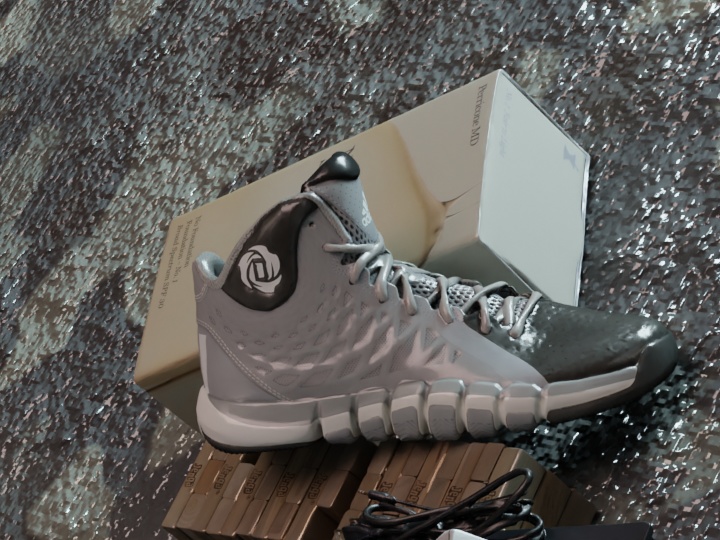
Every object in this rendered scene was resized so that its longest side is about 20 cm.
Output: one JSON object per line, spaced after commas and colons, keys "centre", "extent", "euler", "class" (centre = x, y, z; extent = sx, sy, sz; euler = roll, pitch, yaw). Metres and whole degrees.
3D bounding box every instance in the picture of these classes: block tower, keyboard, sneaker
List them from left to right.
{"centre": [0.007, 0.102, 0.995], "extent": [0.200, 0.054, 0.058], "euler": [2, 59, 49], "class": "block tower"}
{"centre": [0.022, 0.007, 0.969], "extent": [0.200, 0.116, 0.075], "euler": [-8, 8, 13], "class": "sneaker"}
{"centre": [0.030, 0.129, 0.895], "extent": [0.200, 0.104, 0.040], "euler": [-11, 23, 43], "class": "keyboard"}

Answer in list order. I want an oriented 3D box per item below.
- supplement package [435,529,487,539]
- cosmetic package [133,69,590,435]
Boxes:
{"centre": [0.049, 0.216, 0.710], "extent": [0.152, 0.151, 0.200], "euler": [-51, 25, 42], "class": "supplement package"}
{"centre": [0.000, 0.000, 1.090], "extent": [0.200, 0.073, 0.104], "euler": [-24, 40, 33], "class": "cosmetic package"}
